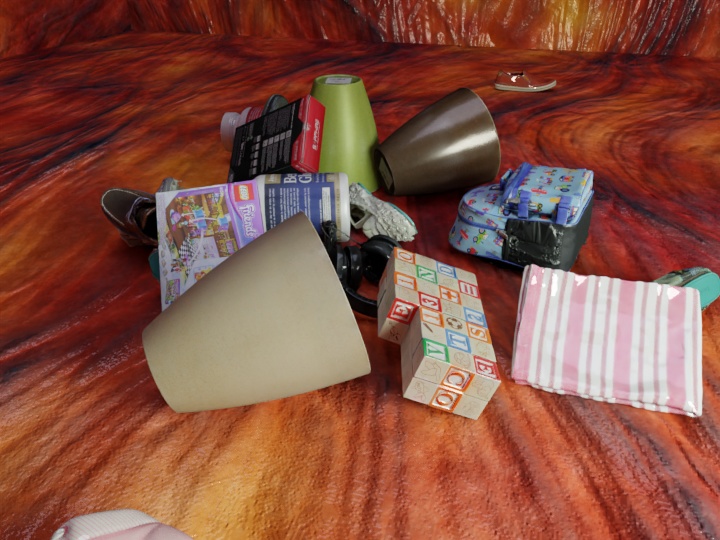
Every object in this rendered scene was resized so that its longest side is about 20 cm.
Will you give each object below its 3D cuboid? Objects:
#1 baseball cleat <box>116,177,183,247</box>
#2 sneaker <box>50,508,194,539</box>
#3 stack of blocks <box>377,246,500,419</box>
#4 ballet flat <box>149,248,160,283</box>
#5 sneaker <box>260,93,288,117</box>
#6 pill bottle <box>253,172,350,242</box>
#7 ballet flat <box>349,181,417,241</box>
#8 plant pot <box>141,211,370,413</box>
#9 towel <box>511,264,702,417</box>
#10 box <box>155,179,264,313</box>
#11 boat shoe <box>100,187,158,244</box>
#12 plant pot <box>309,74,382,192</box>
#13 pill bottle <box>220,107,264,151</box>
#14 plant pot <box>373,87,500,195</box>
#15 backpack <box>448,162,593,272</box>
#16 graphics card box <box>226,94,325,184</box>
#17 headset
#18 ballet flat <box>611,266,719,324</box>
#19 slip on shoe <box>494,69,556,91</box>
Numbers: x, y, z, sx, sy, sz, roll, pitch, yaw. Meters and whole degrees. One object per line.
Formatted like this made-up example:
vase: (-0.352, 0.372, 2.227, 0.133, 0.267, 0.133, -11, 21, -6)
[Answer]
baseball cleat: (-0.360, -0.105, 0.969, 0.105, 0.071, 0.201, -6, 30, -10)
sneaker: (-0.201, 0.239, 0.376, 0.104, 0.076, 0.199, 22, 29, 26)
stack of blocks: (0.081, 0.063, 0.651, 0.113, 0.059, 0.201, 18, 31, -9)
ballet flat: (-0.190, -0.001, 0.796, 0.196, 0.073, 0.072, 0, 30, -3)
sneaker: (-0.140, -0.247, 1.078, 0.113, 0.203, 0.076, -9, -21, 42)
pill bottle: (-0.117, -0.099, 0.912, 0.196, 0.113, 0.112, -2, 30, -4)
ballet flat: (0.022, -0.086, 0.954, 0.071, 0.073, 0.200, -14, 31, -23)
plant pot: (-0.117, 0.062, 0.599, 0.197, 0.189, 0.188, -23, 34, -9)
towel: (0.275, 0.072, 0.633, 0.197, 0.030, 0.148, 8, 64, 15)
box: (-0.187, -0.015, 0.732, 0.134, 0.039, 0.203, -8, 67, -7)
boat shoe: (-0.312, -0.079, 0.855, 0.198, 0.072, 0.073, 24, 78, 7)
plant pot: (-0.044, -0.274, 1.121, 0.184, 0.203, 0.188, -1, 30, 0)
pill bottle: (-0.202, -0.302, 1.259, 0.196, 0.114, 0.113, 5, 30, 9)
plant pot: (0.133, -0.222, 1.083, 0.197, 0.189, 0.187, -23, 35, -10)
backpack: (0.239, -0.084, 0.866, 0.197, 0.137, 0.182, 14, 32, 29)
graphics card box: (-0.149, -0.210, 0.984, 0.198, 0.128, 0.051, -10, -21, 39)
headset: (0.000, 0.000, 0.809, 0.122, 0.095, 0.201, -14, 48, -31)
ballet flat: (0.366, 0.047, 0.720, 0.197, 0.075, 0.074, -15, 33, -22)
slip on shoe: (0.536, -0.619, 1.841, 0.196, 0.062, 0.074, 6, 29, 7)
